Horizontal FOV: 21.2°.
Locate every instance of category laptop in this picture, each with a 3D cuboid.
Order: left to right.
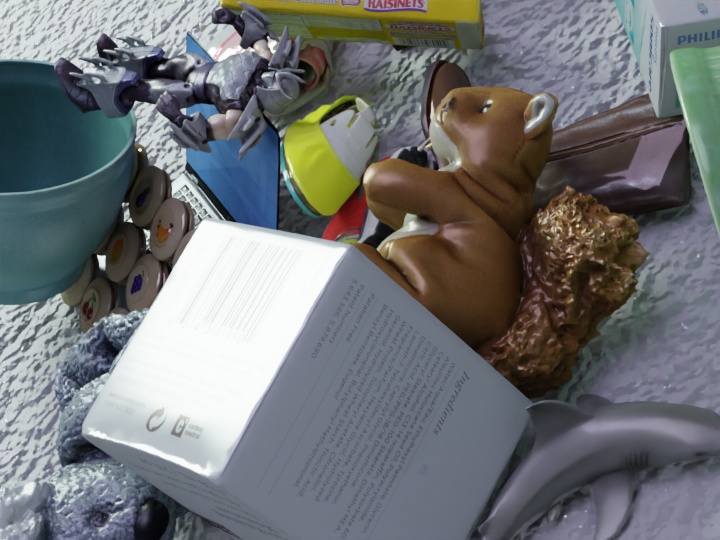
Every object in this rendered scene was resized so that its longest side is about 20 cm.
[{"bbox_3d":[-0.148,-0.049,1.510,0.200,0.116,0.187,-40,41,-1],"label":"laptop"}]

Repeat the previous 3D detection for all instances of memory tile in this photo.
[{"bbox_3d":[-0.179,-0.001,1.513,0.154,0.017,0.200,-62,38,17],"label":"memory tile"}]

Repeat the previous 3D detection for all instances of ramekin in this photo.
[{"bbox_3d":[0.263,-0.051,1.168,0.097,0.201,0.201,-17,46,12],"label":"ramekin"}]

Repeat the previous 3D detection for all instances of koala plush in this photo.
[{"bbox_3d":[-0.164,0.152,1.322,0.183,0.177,0.201,-4,52,47],"label":"koala plush"}]

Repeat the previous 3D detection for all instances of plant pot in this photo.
[{"bbox_3d":[-0.275,-0.059,1.511,0.198,0.135,0.201,3,36,-2],"label":"plant pot"}]

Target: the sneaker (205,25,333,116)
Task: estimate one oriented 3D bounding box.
[{"bbox_3d":[-0.039,-0.210,1.604,0.200,0.075,0.104,-49,44,-6],"label":"sneaker"}]

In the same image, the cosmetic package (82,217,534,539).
[{"bbox_3d":[-0.031,0.094,1.216,0.164,0.200,0.166,11,66,52],"label":"cosmetic package"}]

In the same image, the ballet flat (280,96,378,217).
[{"bbox_3d":[-0.018,-0.096,1.445,0.067,0.067,0.200,-34,11,11],"label":"ballet flat"}]

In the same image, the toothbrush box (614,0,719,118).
[{"bbox_3d":[0.257,-0.212,1.354,0.145,0.086,0.201,-10,45,-2],"label":"toothbrush box"}]

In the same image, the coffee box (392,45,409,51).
[{"bbox_3d":[0.042,-0.299,1.593,0.079,0.115,0.201,-17,48,22],"label":"coffee box"}]

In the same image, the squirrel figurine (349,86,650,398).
[{"bbox_3d":[0.095,-0.024,1.287,0.199,0.142,0.188,27,72,12],"label":"squirrel figurine"}]

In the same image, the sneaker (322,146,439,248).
[{"bbox_3d":[0.000,0.000,1.412,0.085,0.077,0.201,-16,39,49],"label":"sneaker"}]

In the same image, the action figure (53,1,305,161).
[{"bbox_3d":[-0.126,-0.142,1.436,0.198,0.070,0.130,5,44,31],"label":"action figure"}]

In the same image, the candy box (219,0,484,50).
[{"bbox_3d":[-0.004,-0.198,1.494,0.198,0.102,0.027,5,83,6],"label":"candy box"}]

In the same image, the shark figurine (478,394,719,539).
[{"bbox_3d":[0.114,0.128,1.197,0.214,0.090,0.128,-40,41,-4],"label":"shark figurine"}]

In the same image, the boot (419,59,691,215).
[{"bbox_3d":[0.145,-0.102,1.386,0.199,0.064,0.188,-20,58,25],"label":"boot"}]
